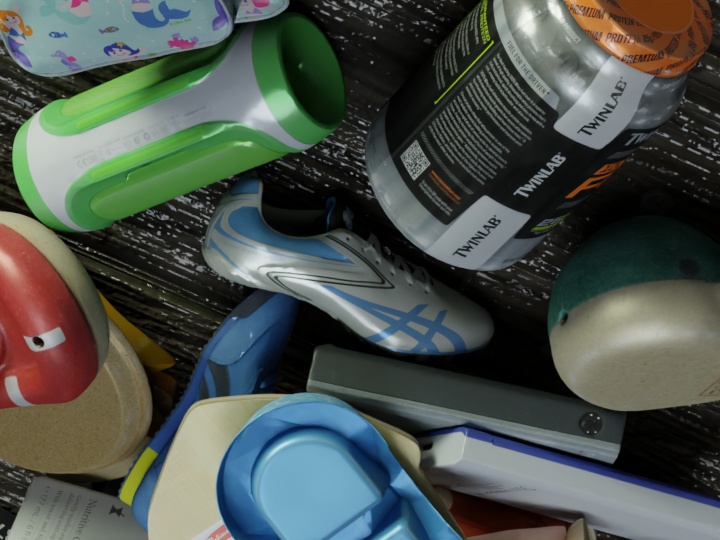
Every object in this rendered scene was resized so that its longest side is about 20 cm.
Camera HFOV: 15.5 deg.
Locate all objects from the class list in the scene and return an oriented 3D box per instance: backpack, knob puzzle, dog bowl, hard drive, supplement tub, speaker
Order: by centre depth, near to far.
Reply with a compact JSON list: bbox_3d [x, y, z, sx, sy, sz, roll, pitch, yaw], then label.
[{"bbox_3d":[-0.140,-0.212,1.435,0.177,0.151,0.201,-8,126,22],"label":"backpack"},{"bbox_3d":[0.101,-0.099,1.493,0.122,0.123,0.200,31,133,-16],"label":"supplement tub"},{"bbox_3d":[-0.110,-0.087,1.582,0.199,0.089,0.089,-19,126,28],"label":"speaker"},{"bbox_3d":[-0.006,0.159,1.632,0.111,0.050,0.200,-36,106,7],"label":"dog bowl"},{"bbox_3d":[-0.046,0.159,1.672,0.218,0.030,0.221,-1,107,-3],"label":"knob puzzle"},{"bbox_3d":[0.065,0.092,1.700,0.199,0.033,0.140,12,169,3],"label":"hard drive"},{"bbox_3d":[0.131,0.141,1.714,0.199,0.026,0.132,17,168,-18],"label":"hard drive"}]

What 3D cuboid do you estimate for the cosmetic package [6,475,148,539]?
[{"bbox_3d":[-0.142,0.225,1.780,0.199,0.113,0.081,12,145,11],"label":"cosmetic package"}]

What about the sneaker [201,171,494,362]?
[{"bbox_3d":[0.000,0.000,1.654,0.199,0.072,0.073,22,109,-17],"label":"sneaker"}]

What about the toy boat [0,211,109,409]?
[{"bbox_3d":[-0.256,0.046,1.632,0.199,0.131,0.131,-9,119,32],"label":"toy boat"}]

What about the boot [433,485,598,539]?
[{"bbox_3d":[0.057,0.191,1.794,0.199,0.108,0.075,7,136,9],"label":"boot"}]

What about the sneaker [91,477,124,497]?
[{"bbox_3d":[-0.126,0.150,1.822,0.115,0.075,0.200,21,135,-3],"label":"sneaker"}]

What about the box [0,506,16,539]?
[{"bbox_3d":[-0.325,0.231,1.962,0.161,0.049,0.200,39,130,-19],"label":"box"}]

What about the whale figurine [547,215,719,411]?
[{"bbox_3d":[0.209,0.023,1.618,0.199,0.104,0.159,4,152,-22],"label":"whale figurine"}]

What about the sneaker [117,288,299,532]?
[{"bbox_3d":[-0.080,0.097,1.722,0.078,0.066,0.201,38,110,18],"label":"sneaker"}]

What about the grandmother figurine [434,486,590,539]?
[{"bbox_3d":[0.052,0.203,1.728,0.199,0.122,0.061,-10,165,9],"label":"grandmother figurine"}]

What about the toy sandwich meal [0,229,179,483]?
[{"bbox_3d":[-0.210,0.057,1.761,0.204,0.070,0.206,14,133,16],"label":"toy sandwich meal"}]
